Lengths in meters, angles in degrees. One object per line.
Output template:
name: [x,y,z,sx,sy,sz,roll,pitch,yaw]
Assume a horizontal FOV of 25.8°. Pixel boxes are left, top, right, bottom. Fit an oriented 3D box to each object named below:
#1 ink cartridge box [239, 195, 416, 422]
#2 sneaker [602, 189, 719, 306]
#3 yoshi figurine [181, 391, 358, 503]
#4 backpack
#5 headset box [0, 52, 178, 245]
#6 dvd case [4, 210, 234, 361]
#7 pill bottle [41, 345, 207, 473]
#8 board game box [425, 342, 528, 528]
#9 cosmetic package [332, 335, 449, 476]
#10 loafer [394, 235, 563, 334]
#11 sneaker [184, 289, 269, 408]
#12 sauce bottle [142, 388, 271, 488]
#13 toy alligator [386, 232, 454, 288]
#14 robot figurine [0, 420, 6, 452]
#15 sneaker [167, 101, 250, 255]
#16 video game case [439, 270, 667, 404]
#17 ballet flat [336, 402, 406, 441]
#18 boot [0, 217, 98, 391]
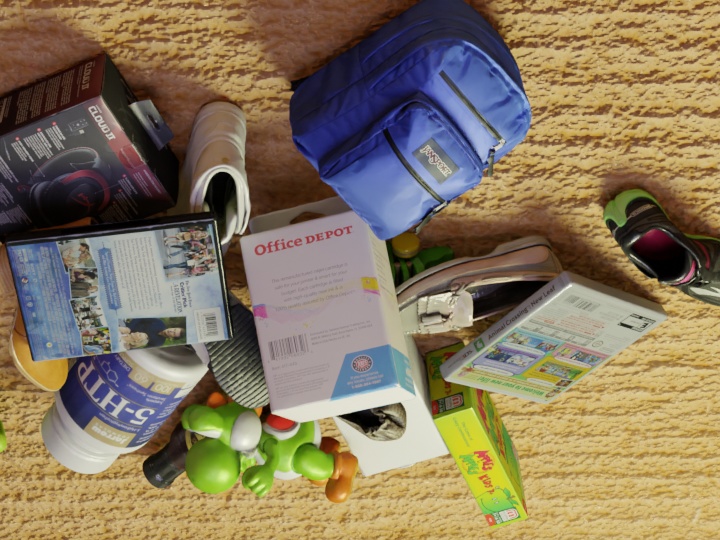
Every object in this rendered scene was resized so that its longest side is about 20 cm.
ink cartridge box: [-0.031,0.035,1.541,0.128,0.201,0.125,-12,168,8]
sneaker: [0.330,-0.006,1.627,0.199,0.084,0.077,27,125,-24]
yoshi figurine: [-0.110,0.207,1.692,0.199,0.112,0.112,21,135,-27]
backpack: [0.059,-0.136,1.445,0.200,0.168,0.162,-35,126,17]
headset box: [-0.277,-0.107,1.508,0.199,0.075,0.149,-20,130,14]
dvd case: [-0.226,0.016,1.493,0.199,0.018,0.143,-6,124,-2]
pill bottle: [-0.254,0.123,1.671,0.119,0.120,0.200,25,125,-23]
board game box: [0.132,0.188,1.773,0.047,0.102,0.200,-18,130,12]
cosmetic package: [0.017,0.124,1.721,0.107,0.085,0.201,-15,131,11]
loafer: [0.117,0.025,1.615,0.199,0.063,0.072,-22,143,-12]
sneaker: [-0.151,0.049,1.591,0.074,0.088,0.201,-36,107,-11]
sauce bottle: [-0.167,0.182,1.774,0.066,0.066,0.200,34,121,-28]
toy alligator: [0.000,0.000,1.632,0.199,0.054,0.060,-1,131,-2]
robot figurine: [-0.472,0.163,1.705,0.175,0.116,0.200,27,124,-18]
sneaker: [-0.151,-0.052,1.539,0.073,0.116,0.201,4,132,-9]
video game case: [0.209,0.076,1.683,0.182,0.022,0.199,-40,147,26]
ballet flat: [-0.039,0.117,1.621,0.199,0.046,0.068,34,113,-5]
boot: [-0.283,0.037,1.549,0.143,0.071,0.202,-14,134,9]
